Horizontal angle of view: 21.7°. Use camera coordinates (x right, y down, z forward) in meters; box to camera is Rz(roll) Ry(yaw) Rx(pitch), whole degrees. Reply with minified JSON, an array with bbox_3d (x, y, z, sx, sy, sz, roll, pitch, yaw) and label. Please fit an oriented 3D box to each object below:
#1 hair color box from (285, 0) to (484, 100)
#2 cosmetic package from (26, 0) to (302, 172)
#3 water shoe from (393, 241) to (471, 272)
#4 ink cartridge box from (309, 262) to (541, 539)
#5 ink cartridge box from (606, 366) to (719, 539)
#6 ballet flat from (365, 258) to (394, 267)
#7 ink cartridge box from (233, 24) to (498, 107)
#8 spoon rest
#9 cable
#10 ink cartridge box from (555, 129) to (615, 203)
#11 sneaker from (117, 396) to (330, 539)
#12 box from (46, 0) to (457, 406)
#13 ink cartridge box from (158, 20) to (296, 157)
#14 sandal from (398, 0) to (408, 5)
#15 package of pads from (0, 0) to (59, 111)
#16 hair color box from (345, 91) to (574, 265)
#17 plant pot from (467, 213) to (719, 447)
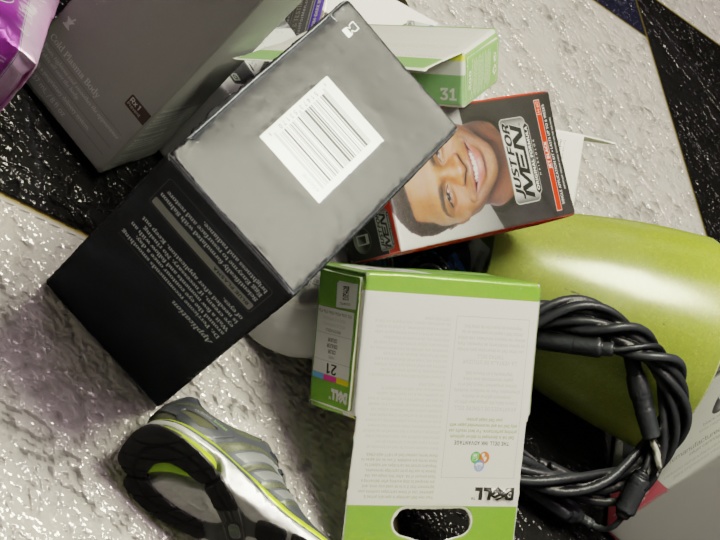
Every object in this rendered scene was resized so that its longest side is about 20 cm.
[{"bbox_3d":[0.018,-0.169,1.607,0.199,0.065,0.110,21,79,-37],"label":"hair color box"},{"bbox_3d":[-0.136,-0.175,1.324,0.107,0.200,0.090,49,30,7],"label":"cosmetic package"},{"bbox_3d":[0.057,0.010,1.465,0.071,0.079,0.201,8,52,-6],"label":"water shoe"},{"bbox_3d":[0.041,0.102,1.339,0.146,0.076,0.202,4,93,-27],"label":"ink cartridge box"},{"bbox_3d":[0.291,0.145,1.598,0.085,0.145,0.201,42,32,-14],"label":"ink cartridge box"},{"bbox_3d":[0.000,0.000,1.458,0.201,0.067,0.064,-87,160,-45],"label":"ballet flat"},{"bbox_3d":[0.008,-0.145,1.366,0.200,0.144,0.048,-42,135,-65],"label":"ink cartridge box"},{"bbox_3d":[-0.024,-0.020,1.399,0.099,0.061,0.201,21,62,8],"label":"spoon rest"},{"bbox_3d":[0.165,0.102,1.476,0.199,0.164,0.051,37,7,-9],"label":"cable"},{"bbox_3d":[0.104,-0.093,1.568,0.199,0.116,0.069,6,95,-37],"label":"ink cartridge box"},{"bbox_3d":[-0.063,0.153,1.207,0.200,0.074,0.081,45,28,-12],"label":"sneaker"},{"bbox_3d":[-0.071,-0.042,1.224,0.118,0.200,0.197,48,51,-4],"label":"box"},{"bbox_3d":[-0.109,-0.151,1.448,0.201,0.084,0.145,56,31,9],"label":"ink cartridge box"},{"bbox_3d":[0.027,-0.194,1.709,0.201,0.054,0.082,54,34,-23],"label":"sandal"},{"bbox_3d":[-0.269,-0.209,1.311,0.120,0.076,0.201,34,35,-21],"label":"package of pads"},{"bbox_3d":[0.068,-0.071,1.406,0.199,0.061,0.103,-14,90,-44],"label":"hair color box"},{"bbox_3d":[0.176,0.027,1.564,0.198,0.188,0.188,20,40,-18],"label":"plant pot"}]
